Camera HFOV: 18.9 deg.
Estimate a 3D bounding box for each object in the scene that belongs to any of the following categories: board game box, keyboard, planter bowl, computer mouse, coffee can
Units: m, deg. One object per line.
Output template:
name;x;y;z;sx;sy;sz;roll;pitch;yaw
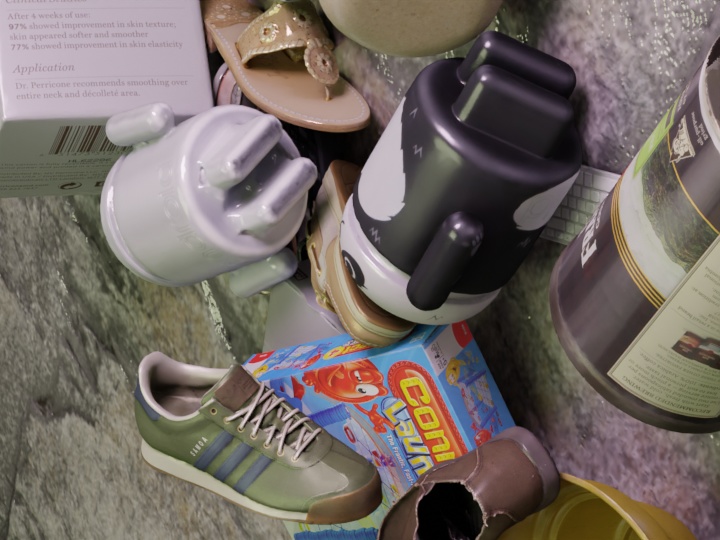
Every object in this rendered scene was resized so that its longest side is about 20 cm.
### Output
board game box;0.023;0.141;1.542;0.195;0.056;0.201;-15;108;39
keyboard;0.145;-0.041;1.412;0.200;0.011;0.057;20;121;51
planter bowl;0.177;0.215;1.420;0.200;0.083;0.201;30;129;46
computer mouse;-0.026;-0.048;1.651;0.059;0.034;0.201;47;147;46
coffee can;0.211;-0.023;1.200;0.147;0.146;0.200;58;144;21

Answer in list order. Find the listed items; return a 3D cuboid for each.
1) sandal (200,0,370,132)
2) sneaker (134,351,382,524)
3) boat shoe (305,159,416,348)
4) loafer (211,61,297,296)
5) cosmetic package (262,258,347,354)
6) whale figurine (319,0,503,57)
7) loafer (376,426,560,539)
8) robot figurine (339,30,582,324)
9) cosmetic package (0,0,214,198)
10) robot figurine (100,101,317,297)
sandal;-0.063;-0.176;1.597;0.212;0.077;0.070;42;136;47
sneaker;-0.079;0.111;1.507;0.199;0.067;0.090;14;129;30
boat shoe;0.000;0.000;1.529;0.067;0.074;0.200;-60;19;27
loafer;-0.074;-0.070;1.682;0.063;0.072;0.201;21;128;31
cosmetic package;-0.018;0.093;1.652;0.107;0.090;0.201;43;135;35
whale figurine;0.054;-0.228;1.355;0.200;0.159;0.104;-45;39;30
loafer;0.054;0.163;1.429;0.073;0.071;0.200;56;144;13
robot figurine;0.064;-0.057;1.403;0.125;0.150;0.200;47;129;21
cosmetic package;-0.220;-0.179;1.681;0.166;0.166;0.201;131;133;-64
robot figurine;-0.116;-0.052;1.574;0.170;0.113;0.200;53;145;-12
